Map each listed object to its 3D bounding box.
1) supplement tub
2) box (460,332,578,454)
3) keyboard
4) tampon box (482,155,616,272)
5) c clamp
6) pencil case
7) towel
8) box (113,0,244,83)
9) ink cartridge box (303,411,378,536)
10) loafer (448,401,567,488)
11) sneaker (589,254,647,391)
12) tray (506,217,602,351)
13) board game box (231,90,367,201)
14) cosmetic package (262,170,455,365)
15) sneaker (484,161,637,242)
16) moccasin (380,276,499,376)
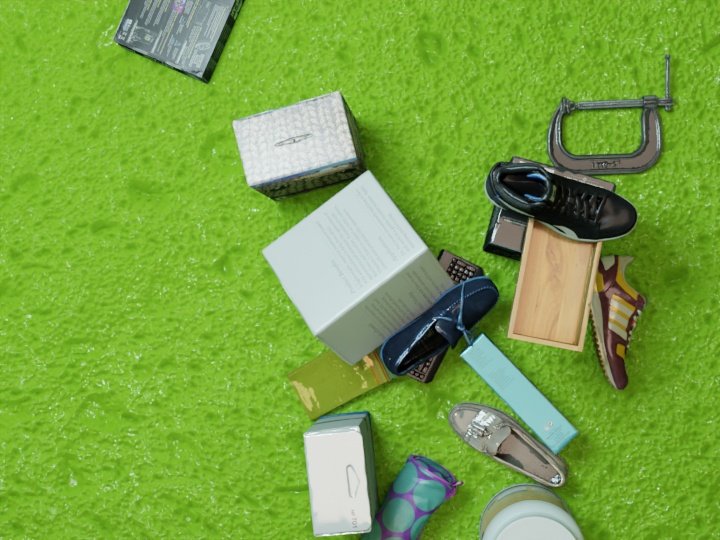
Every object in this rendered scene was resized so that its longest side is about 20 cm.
[{"bbox_3d":[0.243,0.390,1.409,0.144,0.200,0.145,0,88,6],"label":"supplement tub"},{"bbox_3d":[0.234,0.180,1.477,0.049,0.082,0.200,-44,84,3],"label":"box"},{"bbox_3d":[0.104,0.066,1.516,0.104,0.040,0.200,25,90,5],"label":"keyboard"},{"bbox_3d":[0.266,-0.073,1.423,0.150,0.200,0.127,16,90,4],"label":"tampon box"},{"bbox_3d":[0.380,-0.229,1.508,0.199,0.027,0.171,-8,92,4],"label":"c clamp"},{"bbox_3d":[0.066,0.379,1.486,0.092,0.085,0.200,30,92,22],"label":"pencil case"},{"bbox_3d":[-0.013,0.151,1.519,0.200,0.018,0.086,-29,85,14],"label":"towel"},{"bbox_3d":[-0.278,-0.420,1.568,0.160,0.044,0.200,23,90,6],"label":"box"},{"bbox_3d":[-0.024,0.290,1.439,0.086,0.200,0.147,-6,87,5],"label":"ink cartridge box"},{"bbox_3d":[0.224,0.261,1.484,0.200,0.063,0.072,31,92,6],"label":"loafer"},{"bbox_3d":[0.387,0.076,1.469,0.090,0.075,0.201,-12,88,8],"label":"sneaker"},{"bbox_3d":[0.259,-0.001,1.304,0.098,0.037,0.201,11,89,5],"label":"tray"},{"bbox_3d":[-0.082,-0.178,1.462,0.159,0.200,0.097,-15,87,6],"label":"board game box"},{"bbox_3d":[0.000,0.000,1.442,0.200,0.165,0.165,-36,61,4],"label":"cosmetic package"},{"bbox_3d":[0.252,-0.083,1.232,0.200,0.112,0.073,15,91,5],"label":"sneaker"},{"bbox_3d":[0.125,0.092,1.445,0.200,0.068,0.080,-40,119,8],"label":"moccasin"}]
